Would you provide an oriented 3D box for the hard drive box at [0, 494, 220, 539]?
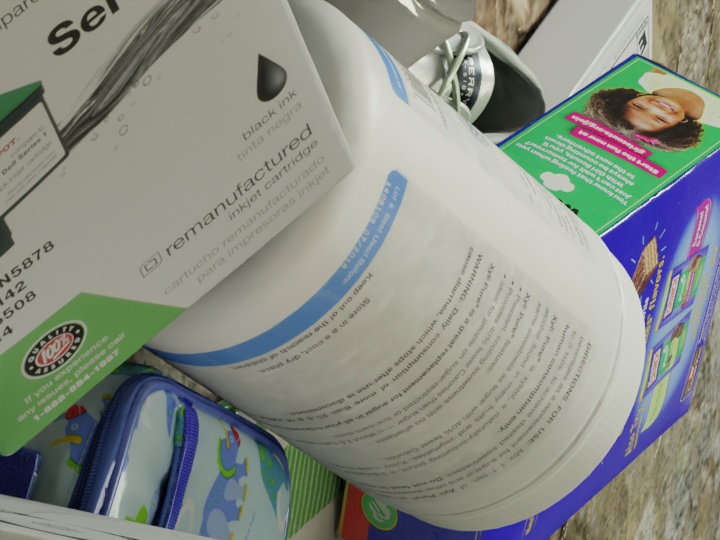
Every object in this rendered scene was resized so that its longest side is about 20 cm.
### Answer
[{"bbox_3d":[-0.063,0.116,0.847,0.156,0.199,0.077,179,-76,-79],"label":"hard drive box"}]

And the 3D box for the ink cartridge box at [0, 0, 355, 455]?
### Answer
[{"bbox_3d":[-0.099,-0.061,0.810,0.146,0.084,0.200,-40,148,-10],"label":"ink cartridge box"}]

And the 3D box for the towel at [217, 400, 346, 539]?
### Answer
[{"bbox_3d":[-0.034,0.125,1.227,0.153,0.023,0.201,-39,138,-56],"label":"towel"}]

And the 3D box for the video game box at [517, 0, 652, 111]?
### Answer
[{"bbox_3d":[0.088,-0.017,1.409,0.200,0.047,0.183,-53,146,-45],"label":"video game box"}]

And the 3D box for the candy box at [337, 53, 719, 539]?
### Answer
[{"bbox_3d":[0.082,0.023,1.256,0.200,0.077,0.170,-36,144,-48],"label":"candy box"}]

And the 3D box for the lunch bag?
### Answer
[{"bbox_3d":[-0.099,0.133,0.998,0.161,0.082,0.201,45,60,-62],"label":"lunch bag"}]

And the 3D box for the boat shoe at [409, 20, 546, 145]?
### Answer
[{"bbox_3d":[0.023,-0.085,1.182,0.200,0.067,0.074,-4,106,-67],"label":"boat shoe"}]

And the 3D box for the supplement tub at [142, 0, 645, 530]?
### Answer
[{"bbox_3d":[0.000,0.000,1.029,0.200,0.132,0.132,38,66,-47],"label":"supplement tub"}]

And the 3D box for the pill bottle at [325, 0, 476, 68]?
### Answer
[{"bbox_3d":[0.064,-0.165,1.059,0.200,0.115,0.114,-36,168,19],"label":"pill bottle"}]
